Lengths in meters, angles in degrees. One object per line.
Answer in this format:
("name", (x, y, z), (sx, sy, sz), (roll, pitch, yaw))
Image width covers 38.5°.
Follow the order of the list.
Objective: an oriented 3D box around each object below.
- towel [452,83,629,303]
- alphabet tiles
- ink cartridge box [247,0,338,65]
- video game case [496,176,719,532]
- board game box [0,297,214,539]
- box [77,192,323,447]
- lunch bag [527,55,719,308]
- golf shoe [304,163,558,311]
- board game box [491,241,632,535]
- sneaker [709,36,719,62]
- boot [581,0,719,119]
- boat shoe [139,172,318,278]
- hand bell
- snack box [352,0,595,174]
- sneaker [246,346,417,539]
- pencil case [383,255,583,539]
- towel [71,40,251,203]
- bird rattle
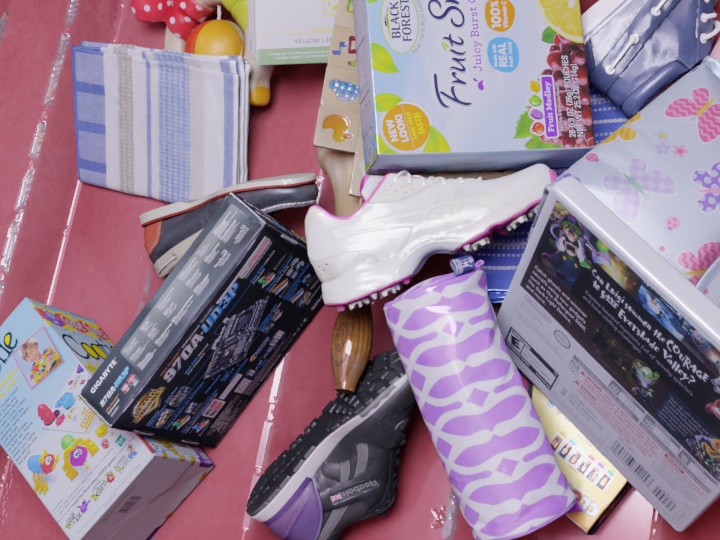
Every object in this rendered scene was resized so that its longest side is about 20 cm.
("towel", (0.146, -0.067, 0.825), (0.145, 0.024, 0.200), (-2, 66, 12))
("alphabet tiles", (0.054, -0.147, 0.822), (0.166, 0.006, 0.200), (10, 80, -6))
("ink cartridge box", (-0.022, -0.277, 0.864), (0.145, 0.200, 0.048), (-5, 31, -13))
("video game case", (0.179, 0.061, 0.689), (0.023, 0.182, 0.200), (-30, 64, -26))
("board game box", (-0.243, 0.134, 0.908), (0.105, 0.103, 0.200), (-48, 65, 4))
("box", (-0.114, 0.049, 0.849), (0.046, 0.159, 0.200), (38, 93, 27))
("lunch bag", (0.248, -0.021, 0.719), (0.170, 0.127, 0.200), (-37, 74, -13))
("golf shoe", (0.051, -0.045, 0.770), (0.200, 0.075, 0.092), (-26, 85, -6))
("board game box", (0.141, 0.088, 0.805), (0.200, 0.035, 0.136), (39, 92, 25))
("sneaker", (0.357, -0.153, 0.758), (0.200, 0.075, 0.105), (18, 89, 29))
("boot", (0.261, -0.212, 0.821), (0.200, 0.073, 0.090), (-43, 74, 8))
("boat shoe", (-0.115, -0.041, 0.909), (0.200, 0.071, 0.063), (-14, 89, 34))
("hand bell", (0.000, 0.000, 0.830), (0.104, 0.104, 0.200), (0, 68, 22))
("snack box", (0.082, -0.179, 0.793), (0.169, 0.068, 0.200), (-2, 81, -8))
("sneaker", (0.005, 0.145, 0.824), (0.088, 0.076, 0.200), (40, 105, -13))
("pencil case", (0.086, 0.093, 0.739), (0.084, 0.085, 0.200), (-25, 83, 50))
("towel", (-0.190, -0.138, 0.976), (0.200, 0.024, 0.147), (12, 110, 25))
("bird rattle", (-0.141, -0.230, 0.971), (0.200, 0.113, 0.163), (5, 96, 26))
